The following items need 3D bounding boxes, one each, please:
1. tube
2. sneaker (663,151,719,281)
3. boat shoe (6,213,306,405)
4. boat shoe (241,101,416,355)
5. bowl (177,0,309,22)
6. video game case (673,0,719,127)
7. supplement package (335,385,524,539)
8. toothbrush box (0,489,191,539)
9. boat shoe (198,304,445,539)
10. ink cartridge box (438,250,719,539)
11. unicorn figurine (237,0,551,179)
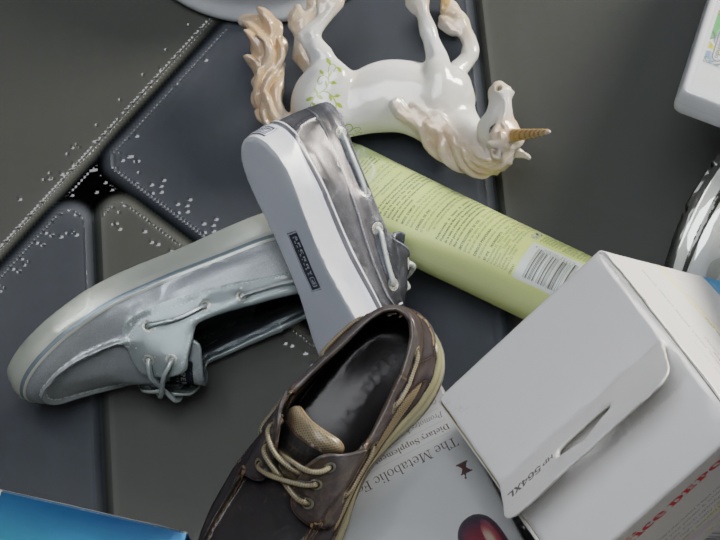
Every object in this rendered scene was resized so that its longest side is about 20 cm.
[{"bbox_3d":[0.058,-0.019,1.610,0.200,0.058,0.052,26,93,19],"label":"tube"},{"bbox_3d":[0.264,-0.036,1.570,0.115,0.076,0.201,31,71,21],"label":"sneaker"},{"bbox_3d":[-0.109,0.036,1.596,0.200,0.070,0.072,-27,62,-7],"label":"boat shoe"},{"bbox_3d":[0.000,0.000,1.567,0.068,0.072,0.200,-27,97,-26],"label":"boat shoe"},{"bbox_3d":[-0.062,-0.265,1.712,0.200,0.090,0.202,-3,65,7],"label":"bowl"},{"bbox_3d":[0.292,-0.138,1.588,0.182,0.023,0.200,21,53,1],"label":"video game case"},{"bbox_3d":[0.042,0.179,1.489,0.114,0.110,0.200,-27,65,-4],"label":"supplement package"},{"bbox_3d":[-0.183,0.235,1.510,0.146,0.085,0.201,10,67,13],"label":"toothbrush box"},{"bbox_3d":[-0.030,0.096,1.435,0.074,0.073,0.200,27,73,19],"label":"boat shoe"},{"bbox_3d":[0.151,0.081,1.449,0.129,0.200,0.125,-44,64,17],"label":"ink cartridge box"},{"bbox_3d":[0.027,-0.115,1.649,0.199,0.074,0.138,-9,66,18],"label":"unicorn figurine"}]
